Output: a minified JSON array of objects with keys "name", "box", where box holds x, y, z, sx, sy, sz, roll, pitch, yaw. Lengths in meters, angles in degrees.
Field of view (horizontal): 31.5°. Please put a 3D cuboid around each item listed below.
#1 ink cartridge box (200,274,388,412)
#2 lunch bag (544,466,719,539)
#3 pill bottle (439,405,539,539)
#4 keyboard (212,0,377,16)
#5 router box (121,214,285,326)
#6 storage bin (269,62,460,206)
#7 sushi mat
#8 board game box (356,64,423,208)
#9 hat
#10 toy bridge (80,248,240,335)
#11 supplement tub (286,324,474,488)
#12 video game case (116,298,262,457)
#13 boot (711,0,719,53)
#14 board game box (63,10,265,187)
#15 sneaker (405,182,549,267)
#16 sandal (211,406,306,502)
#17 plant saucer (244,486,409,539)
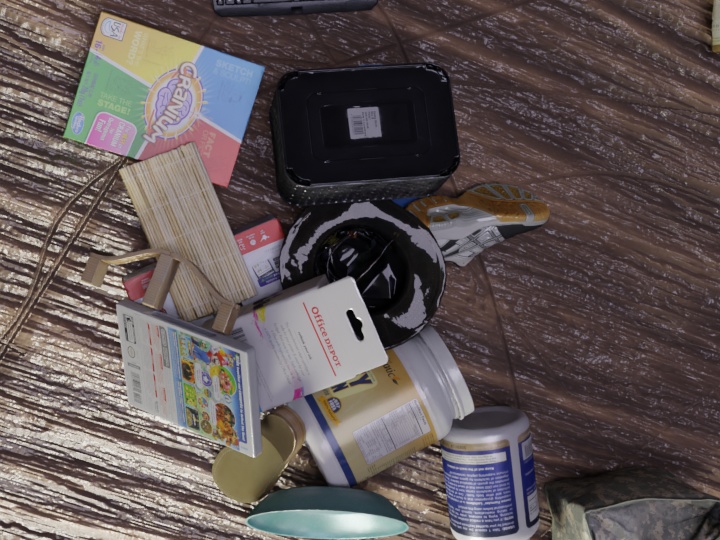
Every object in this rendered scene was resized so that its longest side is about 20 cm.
[{"name":"ink cartridge box","box":[-0.075,0.082,1.478,0.200,0.068,0.115,-21,100,11]},{"name":"lunch bag","box":[0.358,0.321,1.640,0.200,0.164,0.118,-9,95,-10]},{"name":"pill bottle","box":[0.166,0.282,1.618,0.115,0.116,0.200,-9,100,-11]},{"name":"keyboard","box":[-0.076,-0.356,1.509,0.200,0.040,0.104,-6,100,-12]},{"name":"router box","box":[-0.161,0.052,1.547,0.200,0.049,0.180,-24,103,-8]},{"name":"storage bin","box":[0.002,-0.155,1.461,0.200,0.094,0.136,-5,80,-11]},{"name":"sushi mat","box":[-0.200,-0.043,1.494,0.096,0.012,0.200,-23,98,-9]},{"name":"board game box","box":[0.013,-0.153,1.561,0.158,0.039,0.200,15,102,-16]},{"name":"hat","box":[0.000,0.000,1.539,0.200,0.081,0.201,0,93,-4]},{"name":"toy bridge","box":[-0.228,0.011,1.464,0.200,0.027,0.067,19,85,18]},{"name":"supplement tub","box":[0.023,0.164,1.555,0.200,0.144,0.145,-27,103,-7]},{"name":"video game case","box":[-0.199,0.123,1.475,0.018,0.200,0.143,-33,132,-46]},{"name":"boot","box":[0.534,-0.365,1.624,0.200,0.072,0.155,-11,98,-10]},{"name":"board game box","box":[-0.230,-0.199,1.499,0.200,0.040,0.153,16,95,-14]},{"name":"sneaker","box":[0.138,-0.051,1.595,0.200,0.076,0.088,-7,129,-20]},{"name":"sandal","box":[-0.104,0.213,1.538,0.070,0.212,0.078,-33,80,-40]},{"name":"plant saucer","box":[-0.040,0.293,1.552,0.200,0.200,0.036,8,69,-13]}]
